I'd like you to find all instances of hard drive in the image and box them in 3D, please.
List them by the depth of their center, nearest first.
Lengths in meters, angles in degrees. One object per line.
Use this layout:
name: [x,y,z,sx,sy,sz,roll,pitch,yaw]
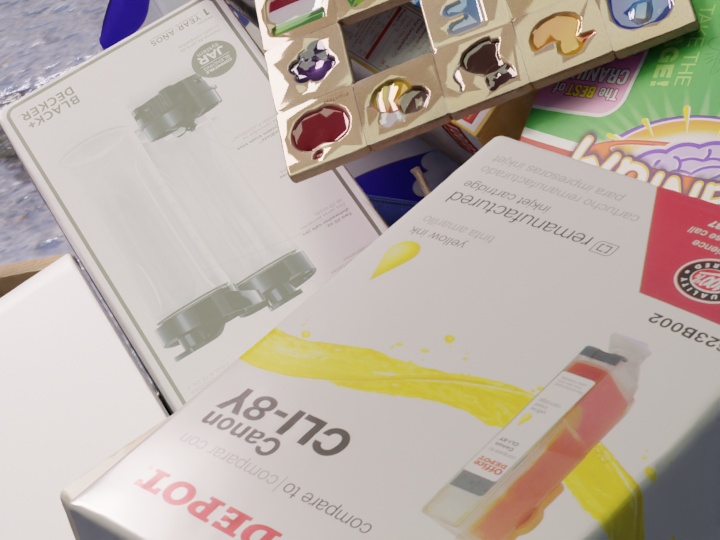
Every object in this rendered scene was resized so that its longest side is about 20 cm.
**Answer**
hard drive: [-0.167,0.096,0.833,0.199,0.025,0.132,-34,54,-3]

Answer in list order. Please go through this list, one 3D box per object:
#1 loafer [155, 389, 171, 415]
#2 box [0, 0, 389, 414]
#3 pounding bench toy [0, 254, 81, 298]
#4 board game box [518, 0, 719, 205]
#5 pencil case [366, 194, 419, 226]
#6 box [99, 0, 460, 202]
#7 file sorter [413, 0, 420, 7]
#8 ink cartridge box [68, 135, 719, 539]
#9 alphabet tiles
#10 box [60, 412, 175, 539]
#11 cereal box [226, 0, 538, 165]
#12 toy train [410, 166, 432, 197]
loafer: [-0.080,0.100,0.940,0.069,0.070,0.200,-15,25,12]
box: [-0.057,-0.010,0.901,0.116,0.060,0.200,-31,60,-9]
pounding bench toy: [-0.199,0.062,0.953,0.123,0.201,0.156,-9,27,23]
board game box: [0.126,-0.026,0.770,0.152,0.040,0.201,3,57,34]
pencil case: [0.000,0.000,0.986,0.198,0.088,0.078,10,0,2]
box: [-0.006,-0.101,1.115,0.183,0.201,0.105,-30,-10,-20]
file sorter: [0.116,-0.120,0.975,0.123,0.139,0.200,-49,4,-11]
ink cartridge box: [0.038,0.061,0.626,0.144,0.084,0.200,22,50,39]
alphabet tiles: [0.051,-0.133,0.850,0.198,0.008,0.168,-20,52,10]
box: [-0.007,0.122,0.702,0.095,0.078,0.200,-34,40,-21]
cereal box: [0.014,-0.093,0.945,0.199,0.144,0.040,34,89,29]
toy train: [0.105,0.017,0.884,0.115,0.085,0.200,12,29,-29]
